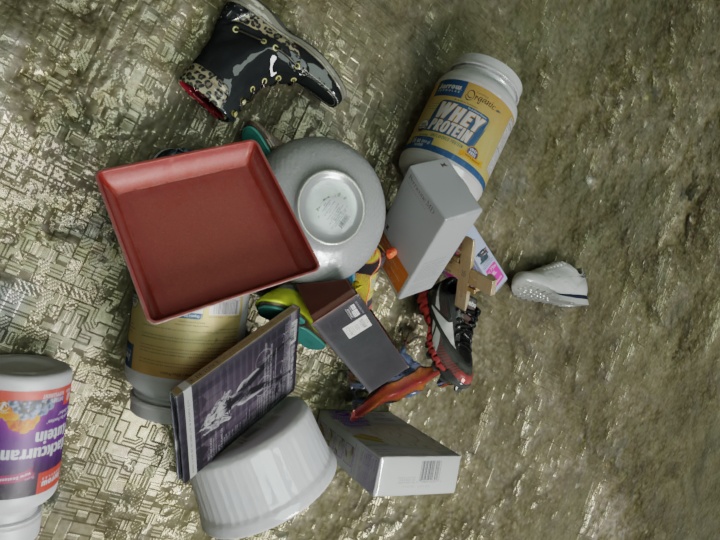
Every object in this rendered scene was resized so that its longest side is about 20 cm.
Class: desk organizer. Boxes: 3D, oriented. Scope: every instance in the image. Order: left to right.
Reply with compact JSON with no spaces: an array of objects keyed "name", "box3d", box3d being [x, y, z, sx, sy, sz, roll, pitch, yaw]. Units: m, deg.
[{"name":"desk organizer","box3d":[-0.008,0.081,0.827,0.071,0.077,0.201,-32,137,1]}]

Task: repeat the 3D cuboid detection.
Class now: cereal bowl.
[{"name":"cereal bowl","box3d":[-0.051,-0.080,0.783,0.196,0.083,0.205,0,89,-23]}]

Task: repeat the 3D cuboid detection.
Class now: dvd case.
[{"name":"dvd case","box3d":[-0.146,0.146,0.726,0.199,0.016,0.151,-37,145,-45]}]

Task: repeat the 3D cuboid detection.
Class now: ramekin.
[{"name":"ramekin","box3d":[-0.139,0.256,0.808,0.198,0.200,0.099,-24,101,-25]}]

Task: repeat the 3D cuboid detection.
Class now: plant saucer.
[{"name":"plant saucer","box3d":[-0.174,-0.047,0.679,0.197,0.037,0.202,-18,66,-26]}]

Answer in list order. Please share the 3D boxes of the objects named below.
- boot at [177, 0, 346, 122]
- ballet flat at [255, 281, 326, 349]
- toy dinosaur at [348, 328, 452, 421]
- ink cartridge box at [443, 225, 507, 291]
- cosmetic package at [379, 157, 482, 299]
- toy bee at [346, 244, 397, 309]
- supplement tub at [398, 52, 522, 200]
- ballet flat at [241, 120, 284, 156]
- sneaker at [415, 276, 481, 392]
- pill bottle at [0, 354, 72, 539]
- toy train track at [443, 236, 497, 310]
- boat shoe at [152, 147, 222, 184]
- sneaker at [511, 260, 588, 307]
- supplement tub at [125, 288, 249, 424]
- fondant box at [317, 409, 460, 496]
[{"name":"boot","box3d":[-0.131,-0.254,0.811,0.202,0.073,0.155,37,76,-21]},{"name":"ballet flat","box3d":[-0.092,0.054,0.843,0.200,0.065,0.068,54,41,-61]},{"name":"toy dinosaur","box3d":[0.074,0.191,0.953,0.178,0.201,0.107,-5,118,2]},{"name":"ink cartridge box","box3d":[0.145,-0.053,0.972,0.042,0.119,0.201,-44,115,-19]},{"name":"cosmetic package","box3d":[0.091,-0.057,0.886,0.070,0.201,0.102,-16,62,-28]},{"name":"toy bee","box3d":[0.000,0.000,0.890,0.132,0.106,0.203,-65,152,-55]},{"name":"supplement tub","box3d":[0.161,-0.221,0.945,0.144,0.144,0.203,31,81,-29]},{"name":"ballet flat","box3d":[-0.108,-0.126,0.857,0.067,0.067,0.203,-41,121,-40]},{"name":"sneaker","box3d":[0.149,0.091,0.948,0.070,0.203,0.098,27,126,-33]},{"name":"pill bottle","box3d":[-0.406,0.209,0.690,0.110,0.111,0.204,7,93,-30]},{"name":"toy train track","box3d":[0.143,-0.014,0.931,0.032,0.199,0.117,-14,120,-33]},{"name":"boat shoe","box3d":[-0.184,-0.090,0.792,0.199,0.090,0.072,34,80,-29]},{"name":"sneaker","box3d":[0.363,0.019,1.145,0.197,0.076,0.082,12,79,-35]},{"name":"supplement tub","box3d":[-0.218,0.076,0.754,0.142,0.144,0.204,6,93,-30]},{"name":"fondant box","box3d":[0.034,0.272,0.903,0.142,0.199,0.059,10,91,-30]}]
